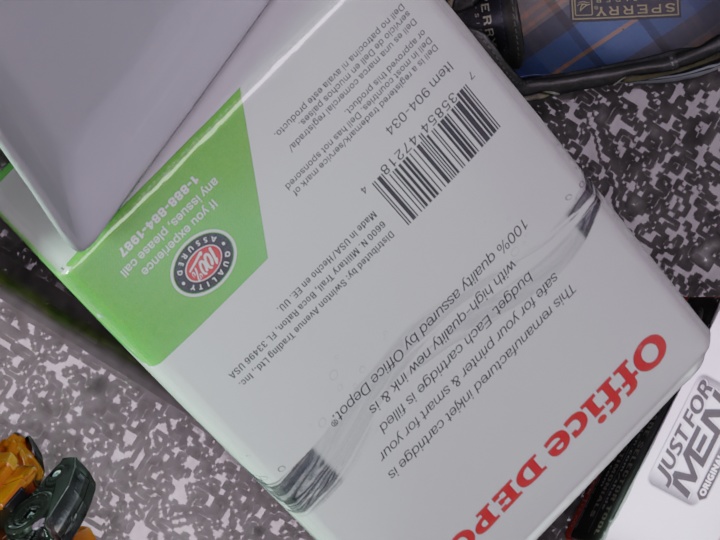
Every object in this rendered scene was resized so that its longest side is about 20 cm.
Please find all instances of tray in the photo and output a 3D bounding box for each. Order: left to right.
[{"bbox_3d":[-0.053,-0.113,0.829,0.022,0.108,0.200,21,66,34],"label":"tray"}]

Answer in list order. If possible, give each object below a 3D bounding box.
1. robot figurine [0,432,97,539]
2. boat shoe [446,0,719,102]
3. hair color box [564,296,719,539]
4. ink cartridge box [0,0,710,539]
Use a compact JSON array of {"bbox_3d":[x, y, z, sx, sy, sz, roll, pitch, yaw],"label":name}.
[{"bbox_3d":[-0.163,0.133,0.909,0.200,0.145,0.058,-49,118,-29],"label":"robot figurine"},{"bbox_3d":[0.045,-0.089,0.986,0.199,0.057,0.069,-8,90,-7],"label":"boat shoe"},{"bbox_3d":[0.185,0.097,1.000,0.199,0.061,0.102,29,86,-7],"label":"hair color box"},{"bbox_3d":[0.000,0.000,0.928,0.146,0.084,0.200,-45,123,-5],"label":"ink cartridge box"}]
